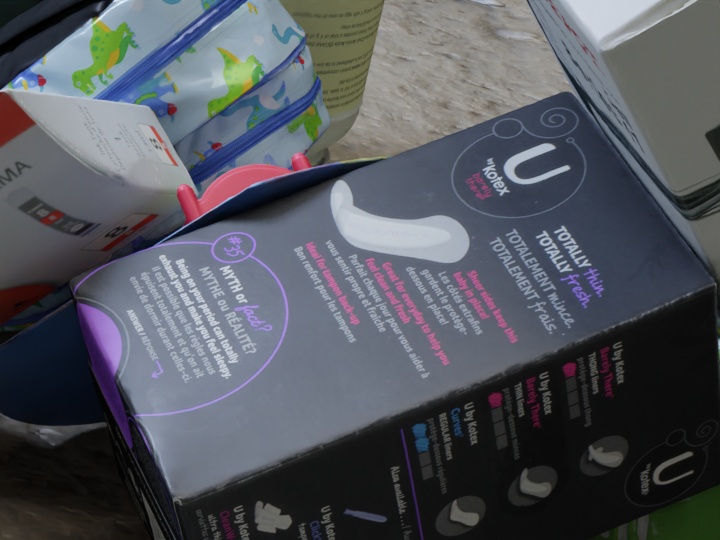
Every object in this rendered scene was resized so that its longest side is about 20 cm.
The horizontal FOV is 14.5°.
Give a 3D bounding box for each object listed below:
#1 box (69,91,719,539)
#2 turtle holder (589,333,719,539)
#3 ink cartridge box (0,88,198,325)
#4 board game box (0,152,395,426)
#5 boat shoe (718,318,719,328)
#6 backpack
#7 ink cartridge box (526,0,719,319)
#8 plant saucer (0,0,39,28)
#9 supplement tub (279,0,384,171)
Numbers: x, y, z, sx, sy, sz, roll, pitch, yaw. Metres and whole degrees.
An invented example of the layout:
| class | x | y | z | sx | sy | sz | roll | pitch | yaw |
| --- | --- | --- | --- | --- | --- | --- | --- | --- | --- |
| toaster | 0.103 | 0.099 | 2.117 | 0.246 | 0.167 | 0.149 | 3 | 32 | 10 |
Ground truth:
| class | x | y | z | sx | sy | sz | roll | pitch | yaw |
| --- | --- | --- | --- | --- | --- | --- | --- | --- | --- |
| box | 0.015 | 0.040 | 1.003 | 0.200 | 0.106 | 0.122 | -21 | 46 | -10 |
| turtle holder | 0.166 | 0.086 | 1.102 | 0.185 | 0.141 | 0.132 | -35 | 21 | -12 |
| ink cartridge box | -0.164 | -0.005 | 1.018 | 0.050 | 0.162 | 0.200 | 60 | 16 | 6 |
| board game box | -0.058 | -0.005 | 1.088 | 0.158 | 0.200 | 0.039 | 16 | 45 | -62 |
| boat shoe | 0.068 | 0.023 | 1.140 | 0.199 | 0.093 | 0.075 | -13 | 67 | -4 |
| backpack | -0.111 | -0.057 | 1.179 | 0.154 | 0.200 | 0.163 | 41 | 24 | 3 |
| ink cartridge box | 0.121 | -0.073 | 0.995 | 0.083 | 0.200 | 0.147 | -32 | 43 | 1 |
| plant saucer | -0.159 | -0.095 | 1.263 | 0.200 | 0.200 | 0.027 | -10 | 66 | -45 |
| supplement tub | -0.058 | -0.143 | 1.412 | 0.145 | 0.200 | 0.145 | 12 | 21 | -5 |
